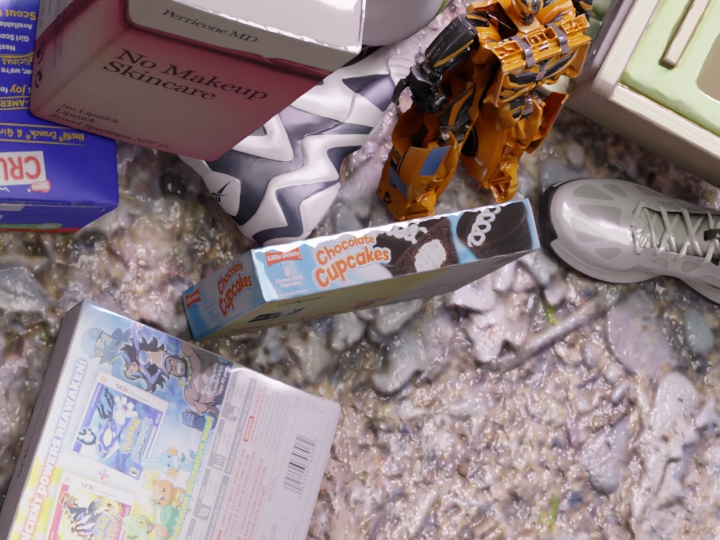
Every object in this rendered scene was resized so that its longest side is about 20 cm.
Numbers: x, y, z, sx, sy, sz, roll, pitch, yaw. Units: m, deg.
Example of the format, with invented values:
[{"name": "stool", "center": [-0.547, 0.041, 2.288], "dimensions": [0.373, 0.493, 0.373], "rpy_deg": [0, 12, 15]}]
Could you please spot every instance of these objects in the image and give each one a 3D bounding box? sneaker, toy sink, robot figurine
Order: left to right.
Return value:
[{"name": "sneaker", "center": [-0.052, -0.121, 1.571], "dimensions": [0.129, 0.079, 0.200], "rpy_deg": [38, 66, -14]}, {"name": "robot figurine", "center": [0.084, -0.108, 1.566], "dimensions": [0.144, 0.200, 0.058], "rpy_deg": [-23, 67, -29]}, {"name": "toy sink", "center": [0.213, -0.152, 1.648], "dimensions": [0.199, 0.112, 0.131], "rpy_deg": [29, 87, -2]}, {"name": "sneaker", "center": [0.227, -0.032, 1.665], "dimensions": [0.199, 0.115, 0.076], "rpy_deg": [14, 71, -22]}]

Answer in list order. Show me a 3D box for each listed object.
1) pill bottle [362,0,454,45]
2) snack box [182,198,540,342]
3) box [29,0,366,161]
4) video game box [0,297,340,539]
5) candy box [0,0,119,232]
[{"name": "pill bottle", "center": [0.041, -0.233, 1.603], "dimensions": [0.111, 0.111, 0.200], "rpy_deg": [52, 37, -6]}, {"name": "snack box", "center": [0.000, 0.000, 1.543], "dimensions": [0.199, 0.116, 0.037], "rpy_deg": [-11, 81, -29]}, {"name": "box", "center": [-0.094, -0.154, 1.408], "dimensions": [0.127, 0.200, 0.110], "rpy_deg": [14, 69, -24]}, {"name": "video game box", "center": [-0.122, 0.144, 1.485], "dimensions": [0.181, 0.047, 0.201], "rpy_deg": [25, 67, -21]}, {"name": "candy box", "center": [-0.241, -0.128, 1.480], "dimensions": [0.168, 0.077, 0.202], "rpy_deg": [2, 74, -28]}]
